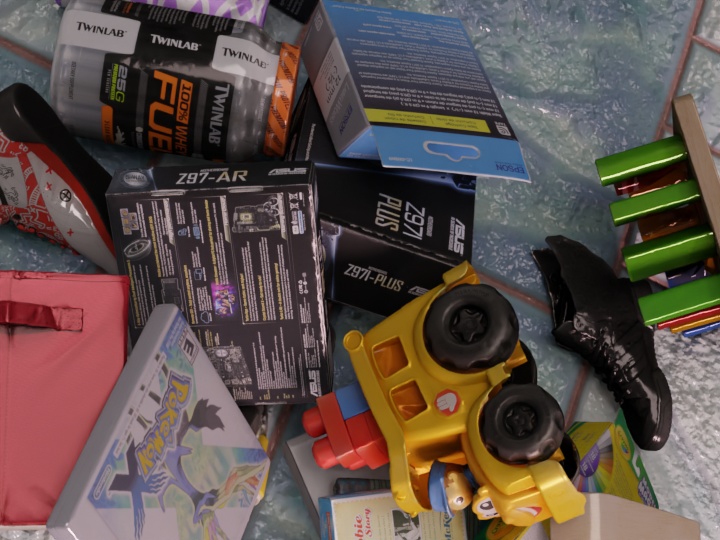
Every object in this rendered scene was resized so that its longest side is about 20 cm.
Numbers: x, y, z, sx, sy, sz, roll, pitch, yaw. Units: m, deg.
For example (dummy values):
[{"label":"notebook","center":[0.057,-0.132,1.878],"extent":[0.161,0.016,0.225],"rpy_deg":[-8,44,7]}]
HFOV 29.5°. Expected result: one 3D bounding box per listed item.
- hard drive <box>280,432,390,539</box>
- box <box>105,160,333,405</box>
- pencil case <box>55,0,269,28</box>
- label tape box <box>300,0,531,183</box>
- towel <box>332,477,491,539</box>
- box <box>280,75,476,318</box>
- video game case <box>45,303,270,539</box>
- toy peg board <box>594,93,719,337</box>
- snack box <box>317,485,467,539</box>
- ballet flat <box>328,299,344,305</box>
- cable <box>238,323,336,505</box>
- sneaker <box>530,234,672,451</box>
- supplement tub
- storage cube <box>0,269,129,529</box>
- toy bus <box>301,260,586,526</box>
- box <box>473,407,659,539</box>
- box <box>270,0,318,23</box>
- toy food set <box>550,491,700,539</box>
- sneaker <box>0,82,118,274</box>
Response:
[{"label":"hard drive","center":[0.047,0.173,1.183],"extent":[0.199,0.026,0.133],"rpy_deg":[-20,79,-23]},{"label":"box","center":[-0.107,0.015,1.086],"extent":[0.159,0.201,0.044],"rpy_deg":[-3,29,4]},{"label":"pencil case","center":[-0.176,-0.251,1.228],"extent":[0.199,0.084,0.086],"rpy_deg":[17,105,-13]},{"label":"label tape box","center":[0.043,-0.135,1.154],"extent":[0.142,0.066,0.201],"rpy_deg":[3,50,-26]},{"label":"towel","center":[0.067,0.252,1.144],"extent":[0.198,0.022,0.148],"rpy_deg":[7,80,-19]},{"label":"box","center":[0.011,-0.067,1.183],"extent":[0.163,0.086,0.201],"rpy_deg":[19,44,-10]},{"label":"video game case","center":[-0.136,0.158,0.985],"extent":[0.022,0.183,0.201],"rpy_deg":[-5,42,25]},{"label":"toy peg board","center":[0.287,-0.027,1.258],"extent":[0.097,0.199,0.201],"rpy_deg":[-16,75,10]},{"label":"snack box","center":[0.033,0.276,1.097],"extent":[0.115,0.037,0.202],"rpy_deg":[-3,84,-21]},{"label":"ballet flat","center":[0.000,0.000,1.211],"extent":[0.198,0.057,0.067],"rpy_deg":[3,72,-16]},{"label":"cable","center":[-0.094,0.118,1.162],"extent":[0.096,0.051,0.201],"rpy_deg":[17,50,19]},{"label":"sneaker","center":[0.220,0.067,1.256],"extent":[0.103,0.060,0.201],"rpy_deg":[5,65,-17]},{"label":"supplement tub","center":[-0.155,-0.161,1.168],"extent":[0.198,0.123,0.123],"rpy_deg":[9,69,-2]},{"label":"storage cube","center":[-0.266,0.103,1.023],"extent":[0.170,0.200,0.181],"rpy_deg":[3,77,-16]},{"label":"toy bus","center":[0.059,0.124,1.064],"extent":[0.191,0.136,0.201],"rpy_deg":[-26,61,2]},{"label":"box","center":[0.181,0.215,1.156],"extent":[0.200,0.048,0.118],"rpy_deg":[-39,113,-37]},{"label":"box","center":[-0.086,-0.347,1.226],"extent":[0.181,0.200,0.105],"rpy_deg":[27,68,-7]},{"label":"toy food set","center":[0.222,0.271,1.131],"extent":[0.199,0.060,0.145],"rpy_deg":[23,63,-45]},{"label":"sneaker","center":[-0.268,-0.054,1.148],"extent":[0.202,0.107,0.067],"rpy_deg":[55,22,-27]}]
